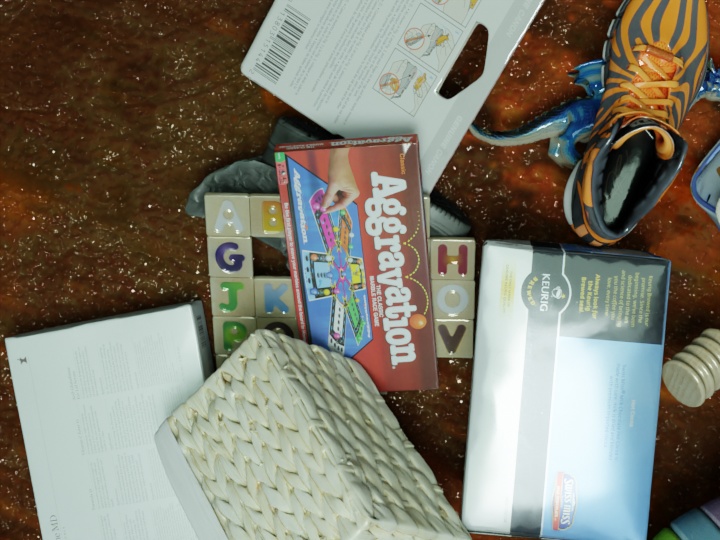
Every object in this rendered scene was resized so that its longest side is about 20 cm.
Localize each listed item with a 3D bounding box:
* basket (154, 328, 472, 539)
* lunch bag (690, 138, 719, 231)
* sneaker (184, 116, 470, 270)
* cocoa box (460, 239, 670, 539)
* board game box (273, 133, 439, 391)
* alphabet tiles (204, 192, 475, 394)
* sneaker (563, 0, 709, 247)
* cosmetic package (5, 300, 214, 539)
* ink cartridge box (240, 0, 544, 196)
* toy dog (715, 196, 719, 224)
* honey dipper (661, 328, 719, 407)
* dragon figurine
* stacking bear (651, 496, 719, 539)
[{"bbox_3d":[-0.032,0.154,0.983,0.124,0.135,0.201,-48,50,17],"label":"basket"},{"bbox_3d":[0.338,-0.087,0.994,0.200,0.075,0.160,-49,43,4],"label":"lunch bag"},{"bbox_3d":[-0.025,-0.042,1.071,0.199,0.060,0.105,29,104,1],"label":"sneaker"},{"bbox_3d":[0.145,0.082,1.019,0.130,0.133,0.202,5,93,5],"label":"cocoa box"},{"bbox_3d":[0.000,0.000,1.036,0.102,0.019,0.202,-4,117,5],"label":"board game box"},{"bbox_3d":[-0.014,0.020,1.061,0.198,0.008,0.169,1,117,4],"label":"alphabet tiles"},{"bbox_3d":[0.198,-0.111,0.956,0.077,0.112,0.202,15,92,-1],"label":"sneaker"},{"bbox_3d":[-0.180,0.135,1.097,0.149,0.052,0.202,-10,92,4],"label":"cosmetic package"},{"bbox_3d":[0.031,-0.185,1.033,0.176,0.045,0.201,35,111,9],"label":"ink cartridge box"},{"bbox_3d":[0.298,-0.047,0.882,0.132,0.096,0.200,-48,47,12],"label":"toy dog"},{"bbox_3d":[0.293,0.029,1.011,0.199,0.038,0.038,-33,89,-26],"label":"honey dipper"},{"bbox_3d":[0.179,-0.122,1.042,0.198,0.059,0.100,10,92,1],"label":"dragon figurine"},{"bbox_3d":[0.220,0.234,0.952,0.200,0.122,0.114,-39,122,1],"label":"stacking bear"}]
